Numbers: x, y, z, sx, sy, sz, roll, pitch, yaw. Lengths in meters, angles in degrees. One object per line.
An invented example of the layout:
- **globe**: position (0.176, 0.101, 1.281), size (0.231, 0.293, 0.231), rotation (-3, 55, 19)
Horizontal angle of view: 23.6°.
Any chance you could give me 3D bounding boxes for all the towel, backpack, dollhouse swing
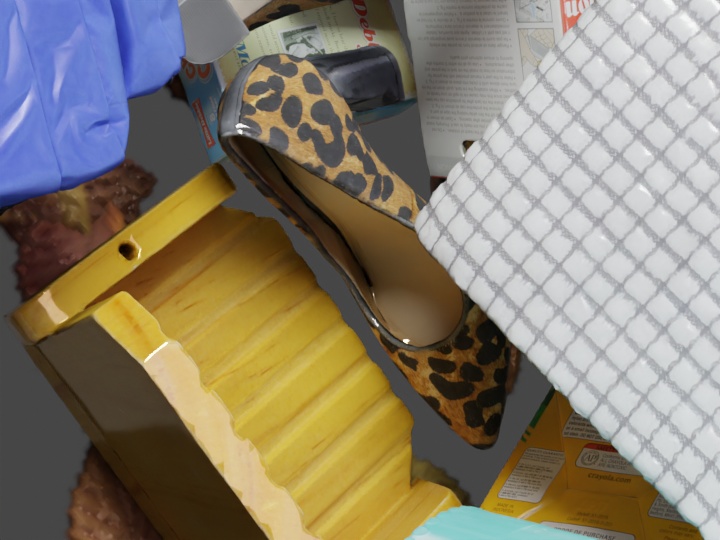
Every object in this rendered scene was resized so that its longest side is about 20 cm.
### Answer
- **towel**: position (0.143, -0.011, 0.699), size (0.200, 0.166, 0.085), rotation (45, 12, 17)
- **backpack**: position (-0.175, -0.093, 0.659), size (0.167, 0.199, 0.164), rotation (-16, 100, -39)
- **dollhouse swing**: position (-0.027, 0.054, 0.725), size (0.181, 0.175, 0.201), rotation (-40, 97, -34)

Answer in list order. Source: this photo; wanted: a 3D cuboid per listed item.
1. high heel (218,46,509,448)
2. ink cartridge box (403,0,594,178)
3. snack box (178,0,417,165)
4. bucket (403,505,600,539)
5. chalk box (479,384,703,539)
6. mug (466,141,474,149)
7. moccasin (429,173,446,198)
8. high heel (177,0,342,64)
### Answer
- **high heel**: position (0.000, 0.000, 0.768), size (0.142, 0.071, 0.202), rotation (-23, 93, -60)
- **ink cartridge box**: position (0.069, -0.143, 0.790), size (0.050, 0.108, 0.202), rotation (-19, 108, -36)
- **snack box**: position (-0.053, -0.162, 0.855), size (0.115, 0.037, 0.202), rotation (-17, 86, -35)
- **bucket**: position (0.071, 0.191, 0.627), size (0.207, 0.134, 0.209), rotation (-34, 131, -49)
- **chalk box**: position (0.150, 0.170, 0.817), size (0.124, 0.124, 0.201), rotation (-55, 131, -32)
- **mug**: position (0.145, -0.038, 0.824), size (0.149, 0.186, 0.154), rotation (29, 96, -36)
- **moccasin**: position (0.125, -0.073, 0.922), size (0.200, 0.078, 0.074), rotation (-28, 108, -17)
- **high heel**: position (-0.008, -0.153, 0.746), size (0.199, 0.143, 0.072), rotation (-28, 109, -6)
